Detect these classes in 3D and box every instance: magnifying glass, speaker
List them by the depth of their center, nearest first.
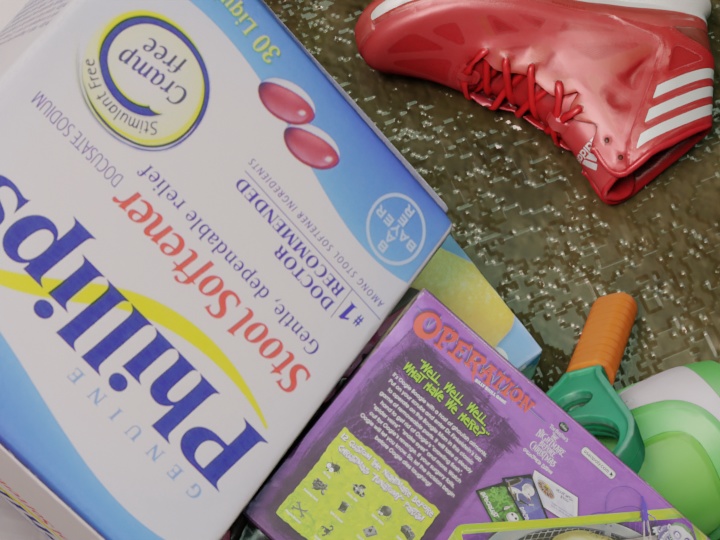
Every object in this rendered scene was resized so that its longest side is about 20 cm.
[{"bbox_3d":[0.105,0.062,0.779,0.079,0.200,0.023,-17,107,26],"label":"magnifying glass"},{"bbox_3d":[0.103,0.121,0.791,0.199,0.089,0.089,-27,72,-10],"label":"speaker"}]

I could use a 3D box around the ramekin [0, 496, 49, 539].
[{"bbox_3d":[-0.223,0.143,0.703,0.200,0.094,0.204,-9,65,20],"label":"ramekin"}]

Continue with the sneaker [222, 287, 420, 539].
[{"bbox_3d":[-0.025,0.098,0.722,0.095,0.079,0.200,42,88,-17],"label":"sneaker"}]

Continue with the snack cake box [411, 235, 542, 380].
[{"bbox_3d":[0.000,0.000,0.820,0.067,0.115,0.200,-35,74,-12],"label":"snack cake box"}]

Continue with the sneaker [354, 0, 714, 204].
[{"bbox_3d":[0.098,-0.097,0.876,0.198,0.078,0.117,-4,68,0],"label":"sneaker"}]

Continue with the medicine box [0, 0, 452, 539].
[{"bbox_3d":[-0.095,-0.007,0.654,0.182,0.103,0.201,47,65,-21],"label":"medicine box"}]

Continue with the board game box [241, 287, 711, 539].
[{"bbox_3d":[0.062,0.118,0.665,0.200,0.032,0.120,41,81,-1],"label":"board game box"}]

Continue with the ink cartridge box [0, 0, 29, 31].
[{"bbox_3d":[-0.180,-0.046,0.730,0.114,0.068,0.201,26,71,8],"label":"ink cartridge box"}]
